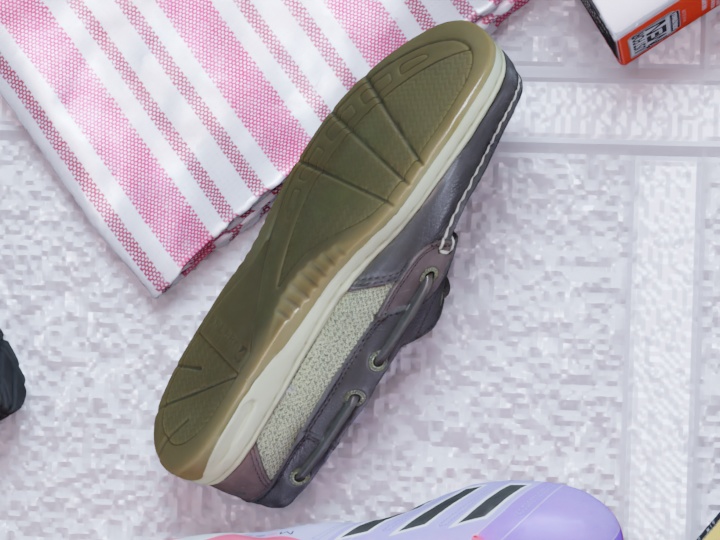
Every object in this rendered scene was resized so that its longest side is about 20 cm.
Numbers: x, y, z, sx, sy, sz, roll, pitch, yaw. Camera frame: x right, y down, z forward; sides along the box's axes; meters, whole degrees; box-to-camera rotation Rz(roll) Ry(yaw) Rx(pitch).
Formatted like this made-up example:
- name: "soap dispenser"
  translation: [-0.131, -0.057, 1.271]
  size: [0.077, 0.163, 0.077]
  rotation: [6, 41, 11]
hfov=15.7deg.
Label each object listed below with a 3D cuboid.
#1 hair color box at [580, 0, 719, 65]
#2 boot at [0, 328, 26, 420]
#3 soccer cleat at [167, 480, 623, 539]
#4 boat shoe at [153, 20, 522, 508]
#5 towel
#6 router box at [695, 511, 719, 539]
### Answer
- name: "hair color box"
  translation: [0.154, -0.174, 0.970]
  size: [0.199, 0.061, 0.102]
  rotation: [-31, 82, 4]
- name: "boot"
  translation: [-0.230, 0.004, 1.011]
  size: [0.131, 0.070, 0.201]
  rotation: [-31, 78, 10]
- name: "soccer cleat"
  translation: [-0.002, 0.118, 0.963]
  size: [0.199, 0.076, 0.067]
  rotation: [-8, 85, 8]
- name: "boat shoe"
  translation: [0.000, 0.001, 0.978]
  size: [0.066, 0.072, 0.201]
  rotation: [30, 99, -35]
- name: "towel"
  translation: [-0.047, -0.106, 1.010]
  size: [0.200, 0.030, 0.147]
  rotation: [-39, 81, 4]
- name: "router box"
  translation: [0.212, 0.145, 0.943]
  size: [0.200, 0.052, 0.157]
  rotation: [41, 92, 9]
